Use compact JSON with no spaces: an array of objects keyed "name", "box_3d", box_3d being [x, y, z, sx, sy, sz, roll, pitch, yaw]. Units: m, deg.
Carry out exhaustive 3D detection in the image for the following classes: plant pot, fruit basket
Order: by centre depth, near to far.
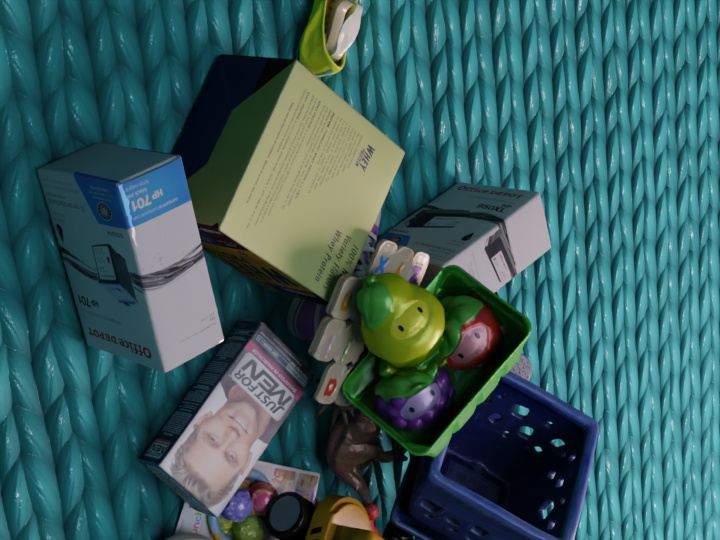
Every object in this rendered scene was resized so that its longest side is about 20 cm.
[{"name":"fruit basket","box_3d":[0.075,0.087,1.475,0.215,0.155,0.217,-37,148,-28]},{"name":"plant pot","box_3d":[0.157,0.258,1.642,0.198,0.180,0.201,28,51,-5]}]

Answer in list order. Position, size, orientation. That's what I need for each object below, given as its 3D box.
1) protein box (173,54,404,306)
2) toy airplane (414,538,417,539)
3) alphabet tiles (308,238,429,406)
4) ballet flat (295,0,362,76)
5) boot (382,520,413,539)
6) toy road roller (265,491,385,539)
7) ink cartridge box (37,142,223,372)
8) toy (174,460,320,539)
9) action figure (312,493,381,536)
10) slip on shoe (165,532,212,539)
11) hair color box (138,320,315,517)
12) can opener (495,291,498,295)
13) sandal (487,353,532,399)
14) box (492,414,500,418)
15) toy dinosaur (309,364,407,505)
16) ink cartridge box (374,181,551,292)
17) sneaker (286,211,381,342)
[{"name":"protein box","box_3d":[-0.090,-0.098,1.455,0.199,0.134,0.201,34,75,-43]},{"name":"toy airplane","box_3d":[0.152,0.372,1.753,0.199,0.199,0.142,-40,137,-32]},{"name":"alphabet tiles","box_3d":[0.013,0.062,1.515,0.199,0.014,0.198,15,98,-59]},{"name":"ballet flat","box_3d":[-0.019,-0.320,1.525,0.066,0.067,0.203,17,87,-44]},{"name":"boot","box_3d":[0.020,0.408,1.655,0.068,0.200,0.176,19,104,-2]},{"name":"toy road roller","box_3d":[-0.041,0.358,1.520,0.123,0.144,0.202,43,58,-46]},{"name":"ink cartridge box","box_3d":[-0.229,-0.016,1.327,0.085,0.145,0.203,-28,117,-38]},{"name":"toy","box_3d":[-0.121,0.287,1.569,0.199,0.047,0.117,20,83,-46]},{"name":"action figure","box_3d":[-0.040,0.364,1.666,0.065,0.099,0.202,11,113,-48]},{"name":"slip on shoe","box_3d":[-0.166,0.378,1.524,0.076,0.061,0.201,-34,127,-7]},{"name":"hair color box","box_3d":[-0.148,0.165,1.494,0.100,0.060,0.201,45,67,-25]},{"name":"can opener","box_3d":[0.174,0.014,1.800,0.199,0.063,0.079,-34,95,-46]},{"name":"sandal","box_3d":[0.137,0.167,1.762,0.199,0.043,0.076,-36,106,4]},{"name":"box","box_3d":[0.146,0.152,1.819,0.120,0.032,0.203,-21,112,-40]},{"name":"toy dinosaur","box_3d":[-0.010,0.196,1.638,0.134,0.085,0.203,4,100,-45]},{"name":"ink cartridge box","box_3d":[0.124,-0.028,1.676,0.199,0.144,0.085,-35,121,-35]},{"name":"sneaker","box_3d":[0.000,0.001,1.583,0.072,0.113,0.203,33,74,-42]}]
